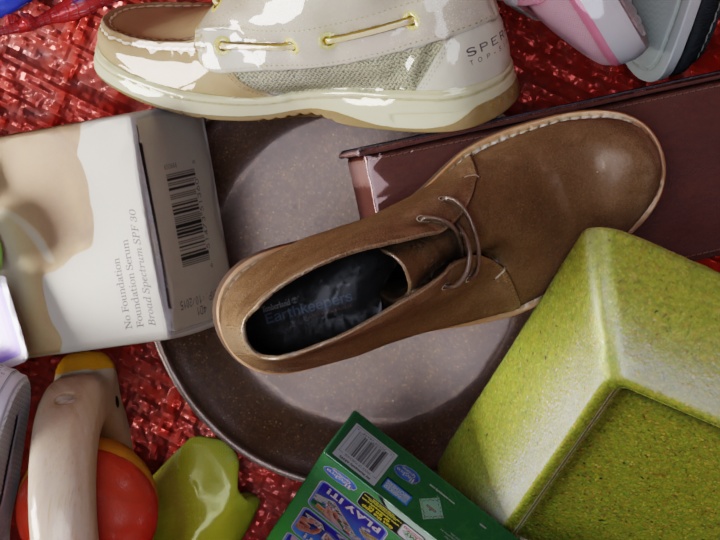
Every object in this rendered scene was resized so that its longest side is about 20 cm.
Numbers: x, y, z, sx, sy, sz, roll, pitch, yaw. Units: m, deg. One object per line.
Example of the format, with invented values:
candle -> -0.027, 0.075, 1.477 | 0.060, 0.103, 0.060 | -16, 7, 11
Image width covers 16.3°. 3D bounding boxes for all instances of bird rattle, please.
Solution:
bird rattle -> -0.124, 0.130, 1.113 | 0.112, 0.200, 0.163 | -3, 119, 14

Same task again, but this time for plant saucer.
plant saucer -> 0.147, 0.091, 1.065 | 0.200, 0.048, 0.200 | 23, 140, -4
plant saucer -> 0.000, 0.000, 1.162 | 0.200, 0.037, 0.201 | 1, 95, 10

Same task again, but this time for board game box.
board game box -> 0.051, 0.159, 1.127 | 0.200, 0.135, 0.029 | 38, 58, 5

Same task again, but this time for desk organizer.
desk organizer -> 0.098, -0.035, 1.093 | 0.199, 0.072, 0.077 | -12, 93, -6

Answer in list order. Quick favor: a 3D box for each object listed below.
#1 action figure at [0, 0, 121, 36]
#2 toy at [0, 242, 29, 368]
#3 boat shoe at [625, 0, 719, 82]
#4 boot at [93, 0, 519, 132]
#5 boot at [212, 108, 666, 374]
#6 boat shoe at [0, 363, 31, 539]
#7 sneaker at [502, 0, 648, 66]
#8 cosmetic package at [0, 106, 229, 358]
action figure -> -0.160, -0.141, 1.173 | 0.199, 0.052, 0.066 | -17, 89, 8
toy -> -0.251, 0.018, 1.123 | 0.200, 0.047, 0.115 | -21, 83, 23
boat shoe -> 0.160, -0.179, 1.102 | 0.060, 0.076, 0.201 | -1, 115, -28
boot -> -0.033, -0.142, 1.064 | 0.199, 0.072, 0.155 | 7, 121, 27
boot -> 0.039, -0.007, 1.016 | 0.200, 0.075, 0.074 | -24, 95, -6
boat shoe -> -0.193, 0.127, 1.107 | 0.062, 0.072, 0.201 | 17, 106, 8
sneaker -> 0.036, -0.147, 1.118 | 0.105, 0.075, 0.200 | -41, 76, 10
cosmetic package -> -0.165, -0.010, 1.150 | 0.199, 0.071, 0.106 | -10, 93, 24
